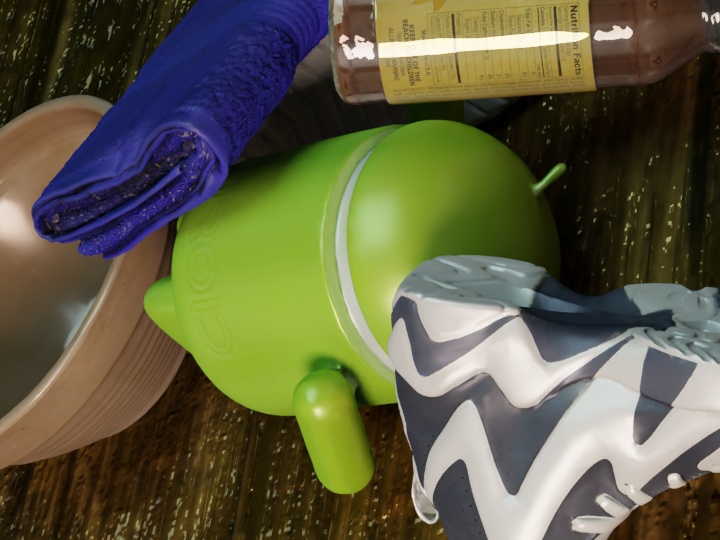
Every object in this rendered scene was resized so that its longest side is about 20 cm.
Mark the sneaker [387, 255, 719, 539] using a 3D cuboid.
[{"bbox_3d":[0.103,0.076,0.902,0.198,0.130,0.079,9,22,15],"label":"sneaker"}]

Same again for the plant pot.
[{"bbox_3d":[-0.149,0.021,1.199,0.201,0.093,0.201,-28,44,31],"label":"plant pot"}]

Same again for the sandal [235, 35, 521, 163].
[{"bbox_3d":[0.013,-0.092,1.132,0.202,0.083,0.050,-32,9,27],"label":"sandal"}]

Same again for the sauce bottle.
[{"bbox_3d":[0.088,-0.105,0.993,0.199,0.065,0.065,-3,54,7],"label":"sauce bottle"}]

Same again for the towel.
[{"bbox_3d":[-0.052,-0.093,1.076,0.148,0.050,0.200,-23,26,51],"label":"towel"}]

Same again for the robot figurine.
[{"bbox_3d":[0.000,0.000,1.029,0.200,0.116,0.176,-11,46,43],"label":"robot figurine"}]
